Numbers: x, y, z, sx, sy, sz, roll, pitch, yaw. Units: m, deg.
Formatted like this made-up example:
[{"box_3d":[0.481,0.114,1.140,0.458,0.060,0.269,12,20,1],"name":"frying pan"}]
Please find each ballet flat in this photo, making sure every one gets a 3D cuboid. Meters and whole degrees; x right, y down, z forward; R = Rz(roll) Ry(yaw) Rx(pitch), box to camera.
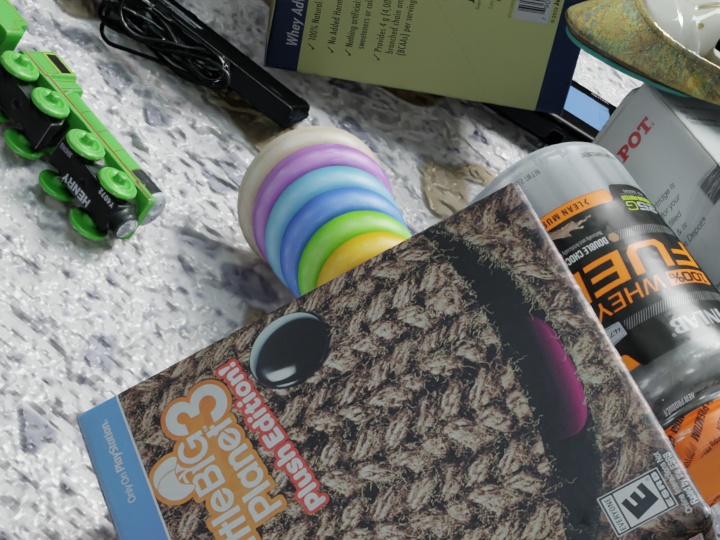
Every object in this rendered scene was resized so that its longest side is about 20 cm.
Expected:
[{"box_3d":[0.219,-0.129,0.950,0.199,0.071,0.071,25,35,-13],"name":"ballet flat"}]

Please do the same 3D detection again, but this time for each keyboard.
[{"box_3d":[-0.124,-0.145,0.970,0.199,0.040,0.104,37,10,4],"name":"keyboard"}]

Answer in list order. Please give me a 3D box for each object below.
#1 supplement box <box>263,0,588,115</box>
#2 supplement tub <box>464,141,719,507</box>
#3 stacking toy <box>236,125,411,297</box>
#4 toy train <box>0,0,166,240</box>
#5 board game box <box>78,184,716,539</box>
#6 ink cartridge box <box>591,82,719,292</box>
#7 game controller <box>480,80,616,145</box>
[{"box_3d":[0.051,-0.231,1.014,0.198,0.201,0.135,9,33,-5],"name":"supplement box"},{"box_3d":[0.143,0.036,0.892,0.122,0.123,0.201,-1,48,-42],"name":"supplement tub"},{"box_3d":[0.000,0.000,0.792,0.085,0.086,0.200,17,19,-26],"name":"stacking toy"},{"box_3d":[-0.172,-0.092,0.847,0.200,0.042,0.056,49,25,19],"name":"toy train"},{"box_3d":[0.016,0.092,0.619,0.160,0.199,0.097,62,1,33],"name":"board game box"},{"box_3d":[0.212,0.003,0.969,0.084,0.146,0.201,-1,47,-42],"name":"ink cartridge box"},{"box_3d":[0.133,-0.129,1.156,0.199,0.042,0.105,31,34,-8],"name":"game controller"}]
